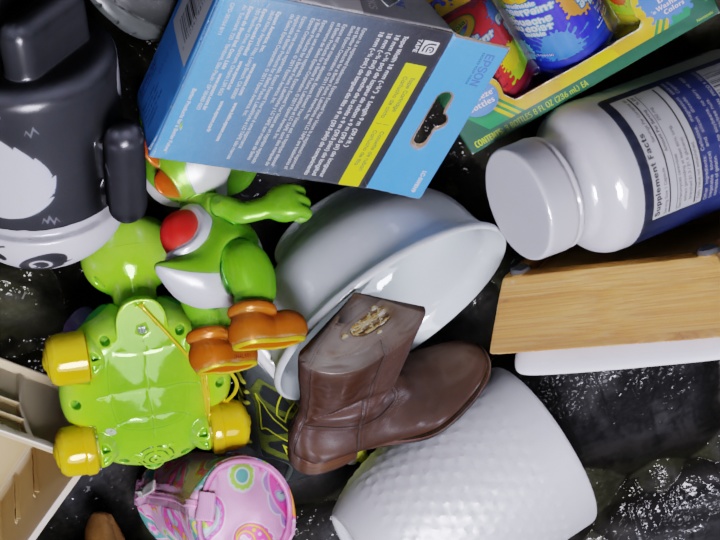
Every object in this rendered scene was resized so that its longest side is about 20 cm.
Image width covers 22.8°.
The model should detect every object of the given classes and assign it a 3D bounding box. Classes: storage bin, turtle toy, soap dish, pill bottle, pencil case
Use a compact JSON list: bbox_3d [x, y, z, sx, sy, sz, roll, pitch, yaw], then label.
[{"bbox_3d":[-0.343,0.153,1.351,0.198,0.094,0.200,23,118,-27],"label":"storage bin"},{"bbox_3d":[-0.161,0.055,1.301,0.145,0.101,0.200,-8,115,-12],"label":"turtle toy"},{"bbox_3d":[0.209,0.010,1.301,0.200,0.157,0.081,-6,106,32],"label":"soap dish"},{"bbox_3d":[0.193,-0.078,1.260,0.200,0.111,0.111,-21,130,-22],"label":"pill bottle"},{"bbox_3d":[-0.116,0.180,1.366,0.087,0.200,0.088,1,87,-21],"label":"pencil case"}]

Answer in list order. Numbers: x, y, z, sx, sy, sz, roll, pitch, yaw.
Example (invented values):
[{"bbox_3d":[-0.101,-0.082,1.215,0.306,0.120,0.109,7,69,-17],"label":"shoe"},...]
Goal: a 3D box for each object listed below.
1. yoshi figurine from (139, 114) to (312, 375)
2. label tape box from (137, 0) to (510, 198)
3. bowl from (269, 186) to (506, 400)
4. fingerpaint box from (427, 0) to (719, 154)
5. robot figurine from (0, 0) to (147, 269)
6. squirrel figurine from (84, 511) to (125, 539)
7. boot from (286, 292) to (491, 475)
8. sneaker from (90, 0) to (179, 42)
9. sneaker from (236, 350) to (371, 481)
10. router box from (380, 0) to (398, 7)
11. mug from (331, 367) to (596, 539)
[{"bbox_3d":[-0.091,-0.034,1.229,0.112,0.200,0.112,-16,168,-4],"label":"yoshi figurine"},{"bbox_3d":[-0.027,-0.130,1.157,0.200,0.063,0.144,8,135,-26],"label":"label tape box"},{"bbox_3d":[0.000,0.000,1.296,0.201,0.090,0.201,-32,161,-12],"label":"bowl"},{"bbox_3d":[0.118,-0.201,1.211,0.200,0.073,0.167,-29,126,8],"label":"fingerpaint box"},{"bbox_3d":[-0.218,-0.094,1.176,0.125,0.150,0.200,-13,131,-16],"label":"robot figurine"},{"bbox_3d":[-0.237,0.327,1.442,0.186,0.200,0.142,-25,138,22],"label":"squirrel figurine"},{"bbox_3d":[0.031,0.062,1.276,0.186,0.064,0.200,-30,156,-22],"label":"boot"},{"bbox_3d":[-0.112,-0.186,1.178,0.200,0.073,0.082,26,113,-39],"label":"sneaker"},{"bbox_3d":[-0.068,0.103,1.389,0.085,0.075,0.200,-31,126,11],"label":"sneaker"},{"bbox_3d":[0.067,-0.268,1.102,0.200,0.150,0.062,-31,126,11],"label":"router box"},{"bbox_3d":[0.069,0.187,1.430,0.175,0.200,0.148,-31,86,-13],"label":"mug"}]
